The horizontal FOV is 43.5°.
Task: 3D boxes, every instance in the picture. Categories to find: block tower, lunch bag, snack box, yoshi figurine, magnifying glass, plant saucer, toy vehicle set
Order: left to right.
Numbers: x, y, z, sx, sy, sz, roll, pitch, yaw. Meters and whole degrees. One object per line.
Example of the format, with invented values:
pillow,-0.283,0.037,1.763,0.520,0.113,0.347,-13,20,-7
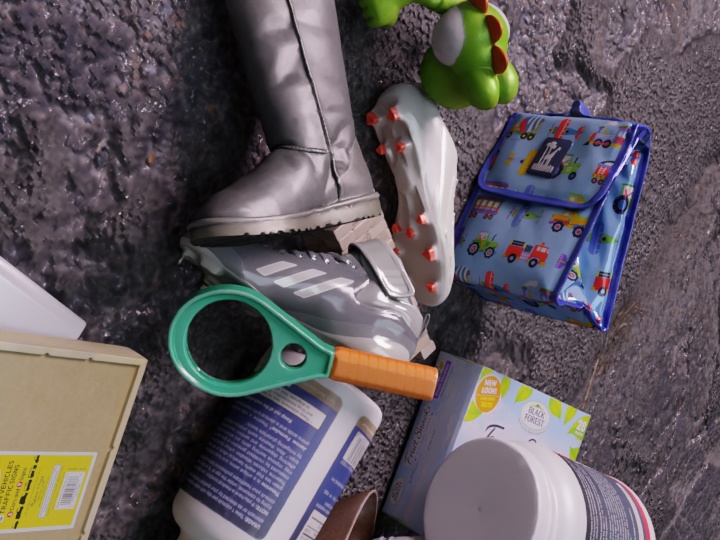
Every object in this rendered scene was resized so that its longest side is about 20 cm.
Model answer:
toy vehicle set,-0.227,0.143,0.599,0.124,0.026,0.202,18,92,-53
magnifying glass,-0.041,0.063,0.656,0.197,0.022,0.081,12,101,-8
plant saucer,-0.032,0.279,0.760,0.200,0.034,0.203,17,90,-79
block tower,0.000,0.000,0.774,0.058,0.054,0.202,-39,121,-27
yoshi figurine,0.063,-0.218,0.750,0.202,0.111,0.112,68,13,5
snack box,0.133,0.194,0.919,0.199,0.067,0.171,27,82,-41
lunch bag,0.183,-0.063,0.853,0.094,0.150,0.202,26,82,-40

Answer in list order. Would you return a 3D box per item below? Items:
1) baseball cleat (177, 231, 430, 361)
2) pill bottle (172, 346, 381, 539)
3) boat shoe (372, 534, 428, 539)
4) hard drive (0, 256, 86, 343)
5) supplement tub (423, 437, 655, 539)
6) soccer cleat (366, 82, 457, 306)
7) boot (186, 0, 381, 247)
baseball cleat,-0.038,0.005,0.700,0.199,0.070,0.107,34,74,-11
pill bottle,-0.076,0.170,0.705,0.111,0.110,0.201,44,71,-37
boat shoe,0.059,0.333,0.802,0.074,0.066,0.203,-50,124,-73
hard drive,-0.284,0.028,0.554,0.200,0.025,0.133,47,69,-36
supplement tub,0.165,0.236,0.818,0.199,0.140,0.142,29,80,-40
soccer cleat,0.061,-0.068,0.805,0.077,0.069,0.203,-25,112,-37
boot,-0.067,-0.125,0.645,0.181,0.072,0.203,-16,97,-48
